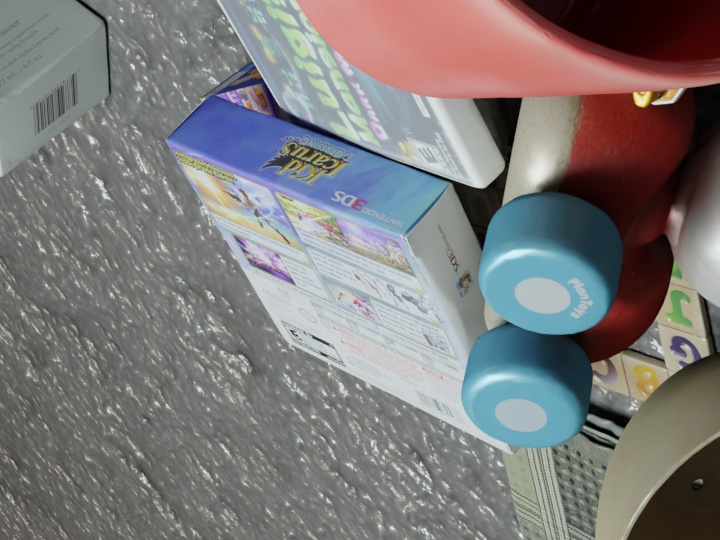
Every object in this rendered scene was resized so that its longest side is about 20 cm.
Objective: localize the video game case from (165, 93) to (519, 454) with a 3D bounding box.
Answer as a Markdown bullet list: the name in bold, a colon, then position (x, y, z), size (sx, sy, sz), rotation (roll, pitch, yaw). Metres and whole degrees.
- **video game case**: position (0.000, 0.000, 1.037), size (0.199, 0.046, 0.182), rotation (24, 153, 42)

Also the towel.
- **towel**: position (0.172, 0.167, 1.154), size (0.192, 0.034, 0.201), rotation (26, 145, 40)

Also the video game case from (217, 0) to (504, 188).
- **video game case**: position (-0.027, -0.138, 0.912), size (0.181, 0.023, 0.201), rotation (24, 151, 53)

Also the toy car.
- **toy car**: position (0.162, -0.018, 0.860), size (0.198, 0.186, 0.178), rotation (11, 141, 6)

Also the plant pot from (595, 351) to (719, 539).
- **plant pot**: position (0.202, 0.116, 0.922), size (0.135, 0.198, 0.202), rotation (-110, -3, -62)

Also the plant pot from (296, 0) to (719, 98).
- **plant pot**: position (0.060, -0.146, 0.647), size (0.201, 0.200, 0.177), rotation (54, 159, -8)

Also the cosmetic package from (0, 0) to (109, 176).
- **cosmetic package**: position (-0.284, -0.172, 1.296), size (0.199, 0.113, 0.082), rotation (36, 148, 18)

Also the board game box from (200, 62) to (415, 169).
- **board game box**: position (-0.003, -0.038, 1.125), size (0.134, 0.045, 0.201), rotation (-4, 120, 58)

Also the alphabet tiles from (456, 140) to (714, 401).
- **alphabet tiles**: position (0.116, -0.001, 1.056), size (0.199, 0.008, 0.168), rotation (18, 138, 42)

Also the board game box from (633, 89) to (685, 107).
- **board game box**: position (0.100, -0.201, 0.748), size (0.200, 0.026, 0.201), rotation (42, 125, 13)

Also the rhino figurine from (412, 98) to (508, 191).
- **rhino figurine**: position (0.036, -0.112, 0.957), size (0.087, 0.060, 0.201), rotation (35, 160, 25)
